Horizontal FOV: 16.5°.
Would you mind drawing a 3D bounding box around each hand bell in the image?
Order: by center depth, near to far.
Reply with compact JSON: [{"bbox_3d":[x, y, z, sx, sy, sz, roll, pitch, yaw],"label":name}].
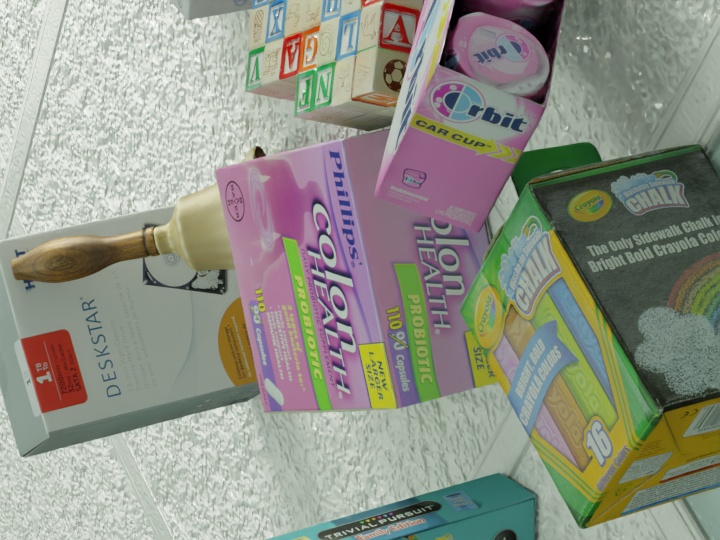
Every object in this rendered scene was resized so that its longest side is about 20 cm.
[{"bbox_3d":[-0.159,-0.020,1.811,0.104,0.199,0.105,-11,-90,-83],"label":"hand bell"}]

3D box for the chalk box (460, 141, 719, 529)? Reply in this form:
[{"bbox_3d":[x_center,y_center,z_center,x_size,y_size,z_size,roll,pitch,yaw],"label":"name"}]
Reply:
[{"bbox_3d":[0.144,0.018,1.375,0.201,0.124,0.124,63,149,27],"label":"chalk box"}]

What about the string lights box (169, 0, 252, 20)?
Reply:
[{"bbox_3d":[-0.115,-0.295,1.788,0.103,0.059,0.201,48,141,42],"label":"string lights box"}]

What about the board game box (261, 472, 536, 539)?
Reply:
[{"bbox_3d":[0.020,0.230,1.610,0.047,0.199,0.152,30,126,54],"label":"board game box"}]

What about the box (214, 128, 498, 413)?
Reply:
[{"bbox_3d":[0.000,0.000,1.660,0.200,0.096,0.177,-7,95,61],"label":"box"}]

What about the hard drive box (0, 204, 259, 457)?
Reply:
[{"bbox_3d":[-0.181,0.041,1.902,0.077,0.199,0.157,-32,74,61],"label":"hard drive box"}]

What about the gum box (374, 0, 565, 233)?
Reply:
[{"bbox_3d":[0.071,-0.137,1.407,0.114,0.066,0.201,116,171,-49],"label":"gum box"}]

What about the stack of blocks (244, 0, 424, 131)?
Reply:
[{"bbox_3d":[-0.007,-0.153,1.613,0.200,0.058,0.116,-8,74,63],"label":"stack of blocks"}]
